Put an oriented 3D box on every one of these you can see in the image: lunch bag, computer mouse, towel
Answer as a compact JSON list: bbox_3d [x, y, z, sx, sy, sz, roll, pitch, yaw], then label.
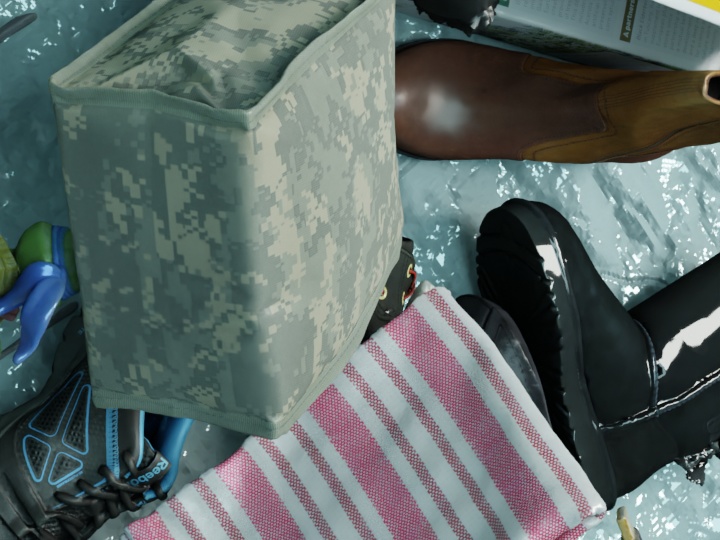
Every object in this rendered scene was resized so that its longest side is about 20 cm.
[{"bbox_3d":[-0.045,-0.048,1.148,0.200,0.117,0.164,-47,140,-51],"label":"lunch bag"},{"bbox_3d":[0.090,0.113,1.316,0.046,0.140,0.200,-23,103,-24],"label":"computer mouse"},{"bbox_3d":[-0.001,0.116,1.163,0.200,0.146,0.030,-39,149,4],"label":"towel"}]

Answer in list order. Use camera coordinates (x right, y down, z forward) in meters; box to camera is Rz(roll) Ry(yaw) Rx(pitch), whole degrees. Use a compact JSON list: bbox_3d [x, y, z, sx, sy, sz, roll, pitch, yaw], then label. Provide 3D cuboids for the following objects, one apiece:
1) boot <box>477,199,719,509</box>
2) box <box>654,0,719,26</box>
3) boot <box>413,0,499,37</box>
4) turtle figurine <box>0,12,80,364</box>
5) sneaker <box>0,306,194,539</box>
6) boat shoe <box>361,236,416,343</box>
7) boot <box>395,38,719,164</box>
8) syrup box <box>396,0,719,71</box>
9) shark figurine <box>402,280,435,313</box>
[{"bbox_3d":[0.159,0.028,1.382,0.162,0.073,0.199,-25,111,-23],"label":"boot"},{"bbox_3d":[0.187,-0.176,1.251,0.200,0.112,0.102,14,105,-41],"label":"box"},{"bbox_3d":[0.034,-0.177,1.149,0.073,0.198,0.163,-20,134,-3],"label":"boot"},{"bbox_3d":[-0.223,0.002,1.169,0.194,0.200,0.144,-9,129,-6],"label":"turtle figurine"},{"bbox_3d":[-0.139,0.097,1.208,0.200,0.082,0.073,-57,142,-13],"label":"sneaker"},{"bbox_3d":[0.001,0.000,1.293,0.063,0.074,0.202,-17,98,-9],"label":"boat shoe"},{"bbox_3d":[0.119,-0.080,1.287,0.188,0.200,0.069,12,87,-30],"label":"boot"},{"bbox_3d":[0.099,-0.160,1.342,0.200,0.079,0.082,13,86,-29],"label":"syrup box"},{"bbox_3d":[0.006,0.124,1.241,0.128,0.089,0.215,62,35,-65],"label":"shark figurine"}]
